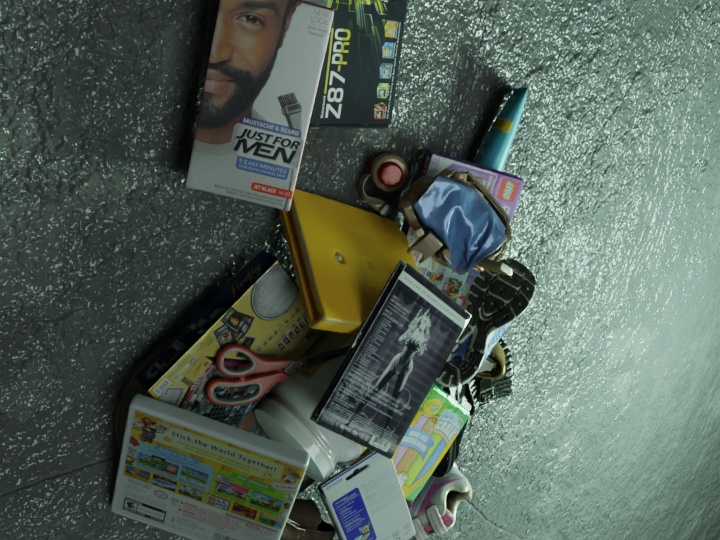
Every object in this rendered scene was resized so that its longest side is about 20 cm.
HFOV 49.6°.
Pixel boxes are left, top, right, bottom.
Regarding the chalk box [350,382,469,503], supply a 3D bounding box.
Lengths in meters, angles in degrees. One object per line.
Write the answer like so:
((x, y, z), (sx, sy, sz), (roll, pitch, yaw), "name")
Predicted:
((0.062, 0.201, 1.111), (0.201, 0.124, 0.124), (-56, 136, -6), "chalk box")

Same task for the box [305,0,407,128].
((-0.026, -0.259, 0.852), (0.160, 0.049, 0.202), (-6, 114, -35), "box")

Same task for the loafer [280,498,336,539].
((-0.093, 0.313, 0.994), (0.071, 0.073, 0.201), (-47, 140, -13), "loafer")

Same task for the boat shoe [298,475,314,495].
((-0.085, 0.261, 1.052), (0.200, 0.072, 0.066), (-38, 137, -14), "boat shoe")

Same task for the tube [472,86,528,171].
((0.184, -0.158, 1.084), (0.050, 0.077, 0.202), (21, 100, -12), "tube")

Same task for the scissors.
((-0.081, 0.117, 0.902), (0.198, 0.014, 0.074), (0, 105, -29), "scissors")

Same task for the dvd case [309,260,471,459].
((0.040, 0.107, 0.899), (0.148, 0.016, 0.201), (35, 83, -43), "dvd case")

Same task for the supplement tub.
((-0.022, 0.151, 0.986), (0.200, 0.144, 0.145), (-43, 133, -23), "supplement tub")

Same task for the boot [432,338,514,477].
((0.169, 0.218, 1.248), (0.157, 0.079, 0.213), (-19, 127, -39), "boot")

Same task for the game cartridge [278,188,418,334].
((0.000, 0.000, 0.934), (0.032, 0.178, 0.199), (-36, 146, 32), "game cartridge")

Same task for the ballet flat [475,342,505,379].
((0.115, 0.099, 1.072), (0.198, 0.063, 0.069), (18, 112, -12), "ballet flat")

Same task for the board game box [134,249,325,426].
((-0.142, 0.094, 0.897), (0.200, 0.034, 0.136), (-46, 134, -15), "board game box")

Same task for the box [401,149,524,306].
((0.124, -0.047, 1.055), (0.135, 0.039, 0.202), (14, 105, -14), "box")

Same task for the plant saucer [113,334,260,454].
((-0.195, 0.164, 0.930), (0.199, 0.029, 0.202), (-20, 123, -35), "plant saucer")

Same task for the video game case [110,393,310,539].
((-0.172, 0.237, 0.868), (0.023, 0.198, 0.183), (-72, -177, -57), "video game case")

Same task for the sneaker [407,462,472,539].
((0.105, 0.396, 1.273), (0.200, 0.088, 0.082), (-48, 134, -12), "sneaker")

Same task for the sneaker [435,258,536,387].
((0.153, 0.068, 1.018), (0.200, 0.078, 0.089), (-49, 172, -15), "sneaker")

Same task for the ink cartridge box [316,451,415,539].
((0.006, 0.299, 1.005), (0.099, 0.039, 0.201), (-28, 130, -16), "ink cartridge box")

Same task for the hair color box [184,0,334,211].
((-0.101, -0.172, 0.779), (0.110, 0.064, 0.202), (12, 107, -8), "hair color box")

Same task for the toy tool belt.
((0.100, -0.068, 0.957), (0.199, 0.123, 0.125), (37, 98, -19), "toy tool belt")
